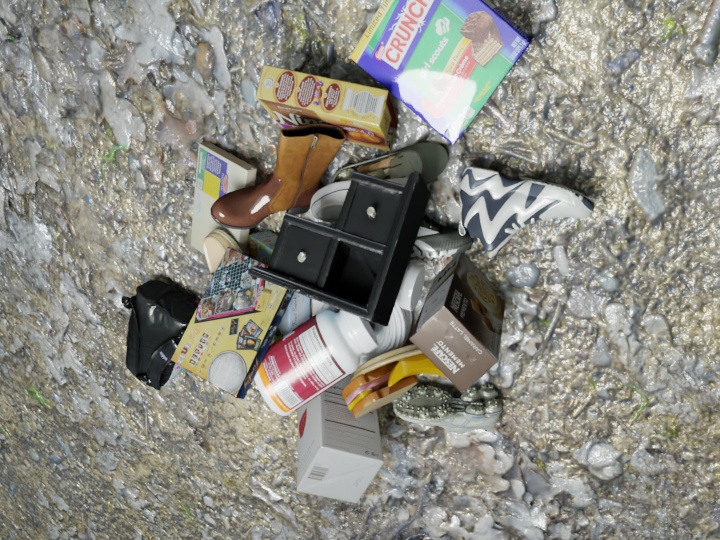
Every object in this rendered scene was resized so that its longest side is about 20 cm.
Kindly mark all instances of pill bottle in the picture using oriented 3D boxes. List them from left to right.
[{"bbox_3d":[-0.072,0.140,0.926,0.197,0.113,0.115,-33,100,5],"label":"pill bottle"},{"bbox_3d":[0.000,0.000,0.880,0.195,0.111,0.114,16,117,19],"label":"pill bottle"}]

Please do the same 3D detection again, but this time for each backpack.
[{"bbox_3d":[-0.394,0.138,1.132,0.165,0.126,0.204,32,120,17],"label":"backpack"}]

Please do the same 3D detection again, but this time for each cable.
[{"bbox_3d":[-0.006,0.080,1.001,0.194,0.069,0.206,-6,110,22],"label":"cable"}]

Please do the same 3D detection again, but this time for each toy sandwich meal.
[{"bbox_3d":[0.066,0.186,0.954,0.202,0.203,0.072,-29,67,26],"label":"toy sandwich meal"}]

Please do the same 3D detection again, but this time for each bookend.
[{"bbox_3d":[-0.026,-0.053,0.789,0.194,0.092,0.206,19,87,19],"label":"bookend"}]

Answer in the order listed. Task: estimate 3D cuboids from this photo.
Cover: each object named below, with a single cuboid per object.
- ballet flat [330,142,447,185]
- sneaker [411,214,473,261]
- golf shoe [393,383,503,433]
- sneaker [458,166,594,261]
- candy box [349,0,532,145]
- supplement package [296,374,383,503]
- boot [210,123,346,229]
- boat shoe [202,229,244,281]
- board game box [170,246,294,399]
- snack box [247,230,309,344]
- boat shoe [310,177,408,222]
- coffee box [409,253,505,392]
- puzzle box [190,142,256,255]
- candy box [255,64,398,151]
[{"bbox_3d":[0.042,-0.151,0.890,0.194,0.064,0.069,-11,104,23],"label":"ballet flat"},{"bbox_3d":[0.085,-0.071,0.907,0.194,0.067,0.093,5,116,20],"label":"sneaker"},{"bbox_3d":[0.155,0.263,1.007,0.193,0.079,0.100,0,127,5],"label":"golf shoe"},{"bbox_3d":[0.235,-0.071,0.835,0.193,0.079,0.134,15,106,13],"label":"sneaker"},{"bbox_3d":[0.112,-0.314,0.790,0.199,0.077,0.170,40,119,1],"label":"candy box"},{"bbox_3d":[-0.043,0.284,1.010,0.117,0.202,0.123,18,121,-17],"label":"supplement package"},{"bbox_3d":[-0.131,-0.140,0.858,0.200,0.183,0.070,129,131,-59],"label":"boot"},{"bbox_3d":[-0.227,0.029,0.980,0.072,0.069,0.204,-21,97,33],"label":"boat shoe"},{"bbox_3d":[-0.201,0.081,0.902,0.132,0.035,0.204,23,80,17],"label":"board game box"},{"bbox_3d":[-0.148,0.048,1.013,0.141,0.052,0.206,28,124,43],"label":"snack box"},{"bbox_3d":[0.005,-0.095,0.866,0.195,0.067,0.074,-7,144,27],"label":"boat shoe"},{"bbox_3d":[0.156,0.071,0.866,0.114,0.200,0.080,43,119,-3],"label":"coffee box"},{"bbox_3d":[-0.249,-0.110,1.009,0.131,0.025,0.205,30,121,28],"label":"puzzle box"},{"bbox_3d":[-0.047,-0.244,0.848,0.194,0.117,0.058,14,86,12],"label":"candy box"}]
